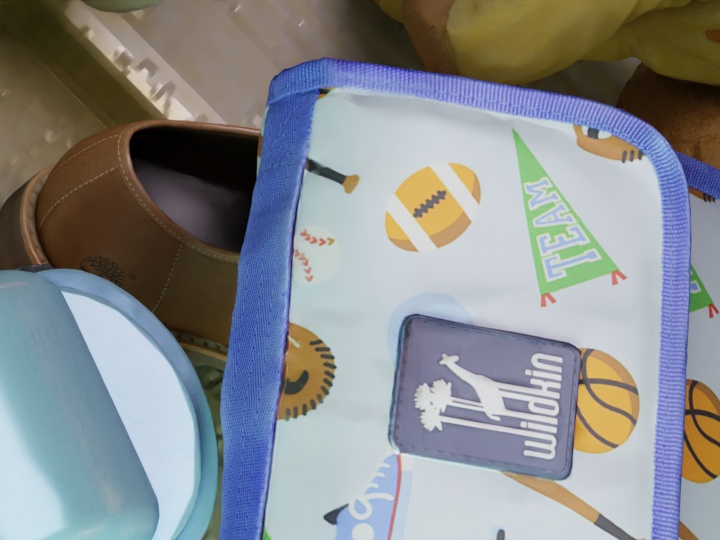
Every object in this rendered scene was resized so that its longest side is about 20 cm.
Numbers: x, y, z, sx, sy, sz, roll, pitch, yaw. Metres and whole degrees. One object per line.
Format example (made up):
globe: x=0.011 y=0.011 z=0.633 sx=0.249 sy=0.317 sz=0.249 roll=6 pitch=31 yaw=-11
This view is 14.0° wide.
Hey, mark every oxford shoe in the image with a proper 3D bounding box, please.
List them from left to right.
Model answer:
oxford shoe: x=0.000 y=0.000 z=0.843 sx=0.199 sy=0.071 sz=0.072 roll=11 pitch=58 yaw=-33

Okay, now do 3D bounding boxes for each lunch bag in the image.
lunch bag: x=0.045 y=0.051 z=0.763 sx=0.200 sy=0.124 sz=0.171 roll=22 pitch=66 yaw=-42

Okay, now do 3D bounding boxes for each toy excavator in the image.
toy excavator: x=-0.111 y=0.048 z=0.652 sx=0.194 sy=0.200 sz=0.100 roll=-22 pitch=79 yaw=-24

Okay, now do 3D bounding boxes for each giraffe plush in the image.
giraffe plush: x=0.120 y=-0.082 z=0.934 sx=0.162 sy=0.199 sz=0.173 roll=57 pitch=36 yaw=-36

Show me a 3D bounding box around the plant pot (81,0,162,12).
plant pot: x=-0.095 y=-0.176 z=0.808 sx=0.183 sy=0.200 sz=0.201 roll=40 pitch=48 yaw=-26
